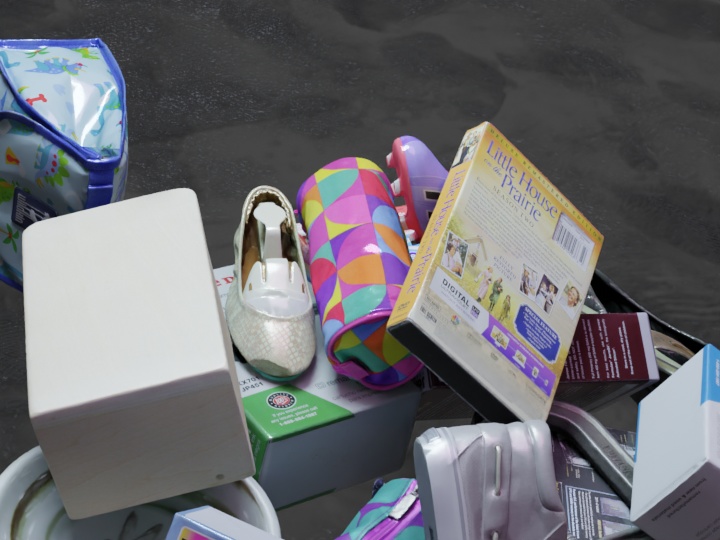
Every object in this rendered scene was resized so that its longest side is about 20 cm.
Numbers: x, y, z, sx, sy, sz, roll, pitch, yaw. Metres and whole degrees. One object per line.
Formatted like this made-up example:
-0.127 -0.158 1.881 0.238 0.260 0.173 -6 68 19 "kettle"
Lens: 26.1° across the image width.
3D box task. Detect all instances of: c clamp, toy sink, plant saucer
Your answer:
0.144 0.161 1.118 0.171 0.027 0.200 -7 40 -26 "c clamp"
-0.155 0.056 1.073 0.130 0.112 0.200 -14 41 -4 "toy sink"
-0.155 0.188 1.049 0.200 0.050 0.200 8 34 -6 "plant saucer"

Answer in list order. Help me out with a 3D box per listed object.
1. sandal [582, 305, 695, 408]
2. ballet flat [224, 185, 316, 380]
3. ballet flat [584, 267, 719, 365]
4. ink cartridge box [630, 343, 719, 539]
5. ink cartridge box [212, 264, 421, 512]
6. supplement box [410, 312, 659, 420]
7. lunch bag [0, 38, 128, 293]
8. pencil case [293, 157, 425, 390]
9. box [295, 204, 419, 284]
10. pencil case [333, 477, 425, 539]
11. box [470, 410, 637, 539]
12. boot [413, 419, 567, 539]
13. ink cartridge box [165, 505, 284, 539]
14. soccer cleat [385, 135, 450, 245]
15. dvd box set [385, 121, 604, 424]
0.251 0.081 1.308 0.057 0.080 0.201 -30 49 -24 "sandal"
-0.072 0.002 1.188 0.067 0.062 0.200 0 34 -11 "ballet flat"
0.255 0.058 1.371 0.200 0.057 0.066 30 38 24 "ballet flat"
0.299 0.171 1.128 0.200 0.086 0.146 35 32 -10 "ink cartridge box"
-0.073 0.083 1.201 0.147 0.083 0.200 -15 41 -35 "ink cartridge box"
0.123 0.077 1.239 0.200 0.109 0.061 -1 71 -23 "supplement box"
-0.252 -0.076 1.297 0.127 0.170 0.200 -6 40 -27 "lunch bag"
0.000 0.000 1.190 0.088 0.088 0.200 4 37 -14 "pencil case"
0.038 0.011 1.333 0.200 0.095 0.103 -11 41 -31 "box"
-0.006 0.211 1.023 0.085 0.092 0.200 19 32 27 "pencil case"
0.158 0.190 1.150 0.158 0.050 0.200 10 34 -4 "box"
0.094 0.195 0.994 0.096 0.200 0.074 -7 5 -9 "boot"
-0.075 0.254 0.887 0.136 0.200 0.076 21 1 15 "ink cartridge box"
0.077 -0.030 1.216 0.076 0.200 0.067 -19 36 5 "soccer cleat"
0.105 0.007 1.153 0.146 0.029 0.200 42 50 -24 "dvd box set"
